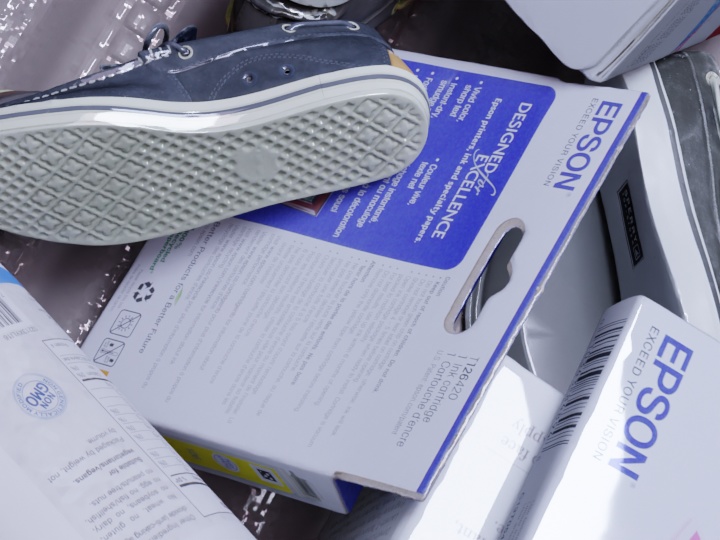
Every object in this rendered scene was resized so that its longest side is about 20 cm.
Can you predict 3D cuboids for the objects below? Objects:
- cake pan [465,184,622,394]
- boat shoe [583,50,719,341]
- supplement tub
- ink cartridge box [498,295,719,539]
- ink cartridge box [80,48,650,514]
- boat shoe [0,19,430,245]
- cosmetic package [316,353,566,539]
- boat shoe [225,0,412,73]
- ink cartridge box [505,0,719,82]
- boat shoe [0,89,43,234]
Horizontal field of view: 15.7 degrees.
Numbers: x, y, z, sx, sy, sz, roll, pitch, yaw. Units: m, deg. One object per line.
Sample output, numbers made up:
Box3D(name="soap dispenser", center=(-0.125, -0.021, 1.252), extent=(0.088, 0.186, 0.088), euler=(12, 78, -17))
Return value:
Box3D(name="cake pan", center=(0.146, 0.027, 1.180), extent=(0.199, 0.037, 0.201), euler=(4, 76, -17))
Box3D(name="boat shoe", center=(0.149, -0.003, 1.129), extent=(0.063, 0.071, 0.201), euler=(-5, 77, -18))
Box3D(name="supplement tub", center=(-0.132, 0.099, 1.000), extent=(0.132, 0.132, 0.200), euler=(-37, 73, -22))
Box3D(name="ink cartridge box", center=(0.141, 0.142, 0.971), extent=(0.200, 0.043, 0.197), euler=(30, 69, -9))
Box3D(name="ink cartridge box", center=(0.000, 0.000, 1.068), extent=(0.198, 0.199, 0.047), euler=(-59, 141, -21))
Box3D(name="boat shoe", center=(-0.073, -0.060, 1.052), extent=(0.199, 0.075, 0.062), euler=(-11, 47, -6))
Box3D(name="cosmetic package", center=(0.051, 0.172, 1.045), extent=(0.165, 0.165, 0.200), euler=(34, 69, -6))
Box3D(name="boat shoe", center=(0.002, -0.147, 1.145), extent=(0.072, 0.061, 0.201), euler=(35, 38, 12))
Box3D(name="ink cartridge box", center=(0.108, -0.169, 1.121), extent=(0.146, 0.083, 0.200), euler=(47, 24, 8))
Box3D(name="boat shoe", center=(-0.201, -0.013, 1.064), extent=(0.073, 0.065, 0.200), euler=(47, 69, -3))
